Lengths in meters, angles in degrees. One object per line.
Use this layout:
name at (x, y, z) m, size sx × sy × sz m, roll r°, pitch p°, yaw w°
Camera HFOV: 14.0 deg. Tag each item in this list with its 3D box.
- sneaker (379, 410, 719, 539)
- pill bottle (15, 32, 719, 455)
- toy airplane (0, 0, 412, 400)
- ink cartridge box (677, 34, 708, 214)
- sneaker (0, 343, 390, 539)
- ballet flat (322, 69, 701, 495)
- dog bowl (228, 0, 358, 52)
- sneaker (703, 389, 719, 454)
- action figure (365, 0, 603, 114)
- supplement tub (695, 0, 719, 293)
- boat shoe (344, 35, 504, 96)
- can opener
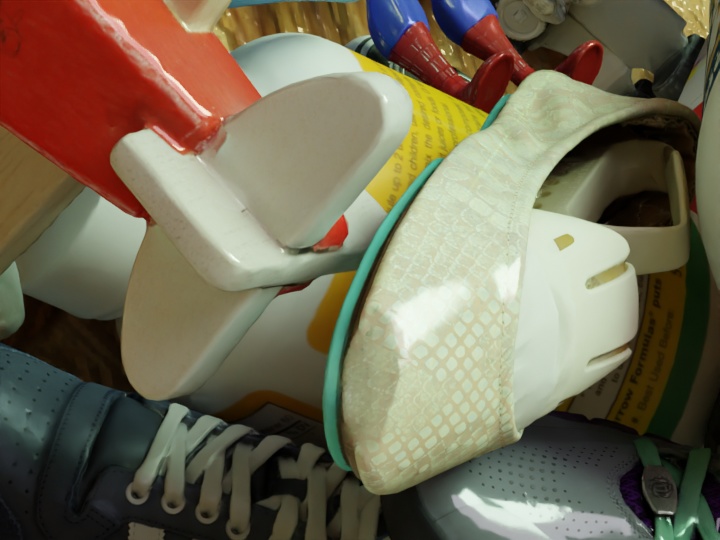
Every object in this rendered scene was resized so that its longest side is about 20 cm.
sneaker at (0.103, 0.062, 0.736) m, size 0.199 × 0.088 × 0.075 m, roll 19°, pitch 47°, yaw -29°
pill bottle at (0.000, 0.000, 0.842) m, size 0.199 × 0.113 × 0.113 m, roll 22°, pitch 47°, yaw -27°
toy airplane at (-0.067, -0.069, 0.712) m, size 0.141 × 0.199 × 0.201 m, roll -54°, pitch 138°, yaw -66°
ink cartridge box at (0.166, -0.038, 0.967) m, size 0.116 × 0.067 × 0.200 m, roll 45°, pitch 34°, yaw -9°
sneaker at (-0.022, 0.065, 0.773) m, size 0.200 × 0.108 × 0.070 m, roll 38°, pitch 43°, yaw -15°
ballet flat at (0.046, -0.005, 0.716) m, size 0.062 × 0.068 × 0.200 m, roll 4°, pitch 25°, yaw 16°
dog bowl at (-0.049, -0.119, 0.838) m, size 0.049 × 0.200 × 0.112 m, roll -10°, pitch 86°, yaw -26°
sneaker at (0.118, 0.087, 0.851) m, size 0.075 × 0.079 × 0.201 m, roll 26°, pitch 77°, yaw 2°
action figure at (-0.002, -0.120, 0.953) m, size 0.065 × 0.052 × 0.200 m, roll -15°, pitch 48°, yaw -38°
supplement tub at (0.159, -0.040, 0.751) m, size 0.145 × 0.145 × 0.200 m, roll 41°, pitch 22°, yaw -9°
boat shoe at (0.076, -0.017, 0.958) m, size 0.200 × 0.064 × 0.071 m, roll 38°, pitch 42°, yaw -13°
can opener at (0.115, -0.063, 1.037) m, size 0.200 × 0.053 × 0.067 m, roll 44°, pitch 39°, yaw -6°
